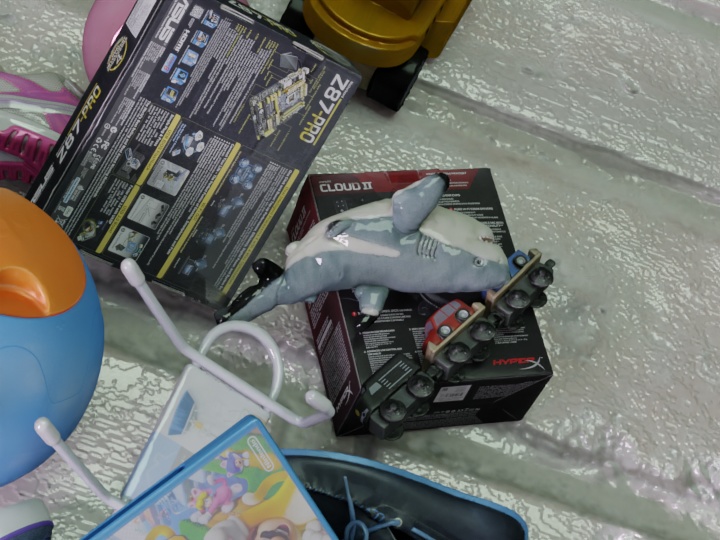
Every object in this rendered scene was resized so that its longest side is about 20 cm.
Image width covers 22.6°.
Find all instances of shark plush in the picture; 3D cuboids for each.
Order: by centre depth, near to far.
[{"bbox_3d":[0.000,0.000,1.225,0.199,0.091,0.084,-17,82,-21],"label":"shark plush"}]

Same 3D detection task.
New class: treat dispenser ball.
[{"bbox_3d":[-0.261,0.041,1.123,0.200,0.201,0.202,9,55,-13],"label":"treat dispenser ball"}]

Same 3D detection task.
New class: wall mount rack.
[{"bbox_3d":[-0.114,0.096,1.128,0.173,0.074,0.201,34,61,-17],"label":"wall mount rack"}]

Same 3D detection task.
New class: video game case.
[{"bbox_3d":[-0.105,0.201,1.076,0.200,0.018,0.143,-36,106,-14],"label":"video game case"}]

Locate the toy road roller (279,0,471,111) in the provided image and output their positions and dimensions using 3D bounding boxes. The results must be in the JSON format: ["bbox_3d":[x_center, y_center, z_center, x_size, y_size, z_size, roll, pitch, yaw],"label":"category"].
[{"bbox_3d":[0.028,-0.240,1.439,0.123,0.146,0.200,29,53,2],"label":"toy road roller"}]

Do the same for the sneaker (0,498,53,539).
[{"bbox_3d":[-0.231,0.245,1.081,0.200,0.081,0.147,-35,82,-37],"label":"sneaker"}]

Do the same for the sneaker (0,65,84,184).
[{"bbox_3d":[-0.211,-0.097,1.306,0.199,0.081,0.088,24,50,-7],"label":"sneaker"}]

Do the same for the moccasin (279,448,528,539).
[{"bbox_3d":[0.017,0.172,1.205,0.199,0.081,0.068,15,63,-5],"label":"moccasin"}]

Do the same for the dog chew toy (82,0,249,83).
[{"bbox_3d":[-0.132,-0.172,1.338,0.124,0.125,0.200,25,17,-1],"label":"dog chew toy"}]

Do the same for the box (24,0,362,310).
[{"bbox_3d":[-0.115,-0.088,1.237,0.161,0.200,0.049,23,16,-29],"label":"box"}]

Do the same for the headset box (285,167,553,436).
[{"bbox_3d":[0.038,0.012,1.319,0.148,0.077,0.201,-4,58,-20],"label":"headset box"}]

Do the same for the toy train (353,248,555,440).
[{"bbox_3d":[0.066,0.045,1.242,0.046,0.034,0.200,36,55,21],"label":"toy train"}]
